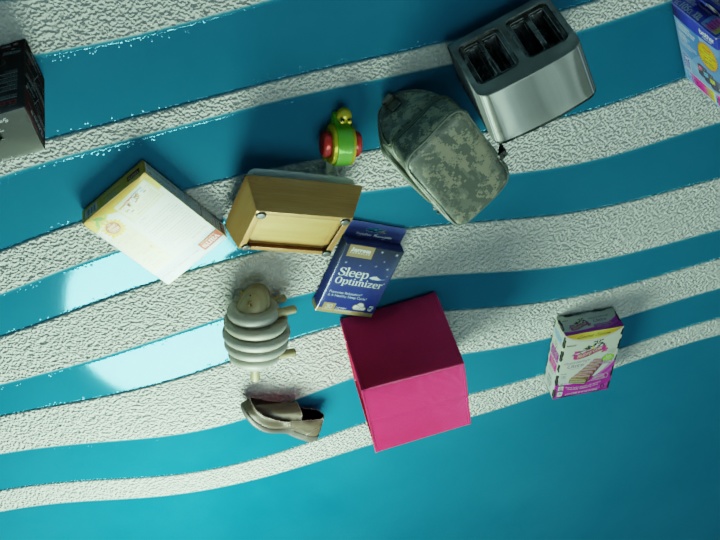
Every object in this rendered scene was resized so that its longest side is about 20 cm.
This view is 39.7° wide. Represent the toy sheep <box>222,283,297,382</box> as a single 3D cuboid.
[{"bbox_3d":[-0.187,0.116,1.814,0.136,0.138,0.202,-5,114,-14],"label":"toy sheep"}]

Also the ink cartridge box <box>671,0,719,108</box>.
[{"bbox_3d":[0.581,-0.374,1.623,0.076,0.137,0.201,-28,133,1],"label":"ink cartridge box"}]

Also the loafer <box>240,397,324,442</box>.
[{"bbox_3d":[-0.155,0.288,2.027,0.199,0.073,0.071,21,111,-38],"label":"loafer"}]

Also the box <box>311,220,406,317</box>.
[{"bbox_3d":[0.000,0.000,1.838,0.120,0.033,0.201,8,127,-24],"label":"box"}]

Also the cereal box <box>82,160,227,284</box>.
[{"bbox_3d":[-0.338,-0.075,1.651,0.143,0.040,0.200,-36,132,15],"label":"cereal box"}]

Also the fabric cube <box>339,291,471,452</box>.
[{"bbox_3d":[0.088,0.198,1.931,0.197,0.197,0.201,-16,134,-4],"label":"fabric cube"}]

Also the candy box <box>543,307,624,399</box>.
[{"bbox_3d":[0.477,0.180,2.138,0.135,0.061,0.201,-9,132,-10],"label":"candy box"}]

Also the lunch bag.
[{"bbox_3d":[0.125,-0.192,1.614,0.139,0.168,0.200,-43,130,5],"label":"lunch bag"}]

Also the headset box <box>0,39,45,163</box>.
[{"bbox_3d":[-0.511,-0.216,1.355,0.147,0.201,0.075,-16,134,-2],"label":"headset box"}]

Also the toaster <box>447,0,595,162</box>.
[{"bbox_3d":[0.247,-0.305,1.532,0.180,0.201,0.119,-27,138,8],"label":"toaster"}]

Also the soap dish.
[{"bbox_3d":[-0.112,-0.092,1.652,0.198,0.082,0.158,3,152,-21],"label":"soap dish"}]

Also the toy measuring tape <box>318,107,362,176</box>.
[{"bbox_3d":[-0.038,-0.175,1.641,0.073,0.074,0.201,-2,131,-17],"label":"toy measuring tape"}]
